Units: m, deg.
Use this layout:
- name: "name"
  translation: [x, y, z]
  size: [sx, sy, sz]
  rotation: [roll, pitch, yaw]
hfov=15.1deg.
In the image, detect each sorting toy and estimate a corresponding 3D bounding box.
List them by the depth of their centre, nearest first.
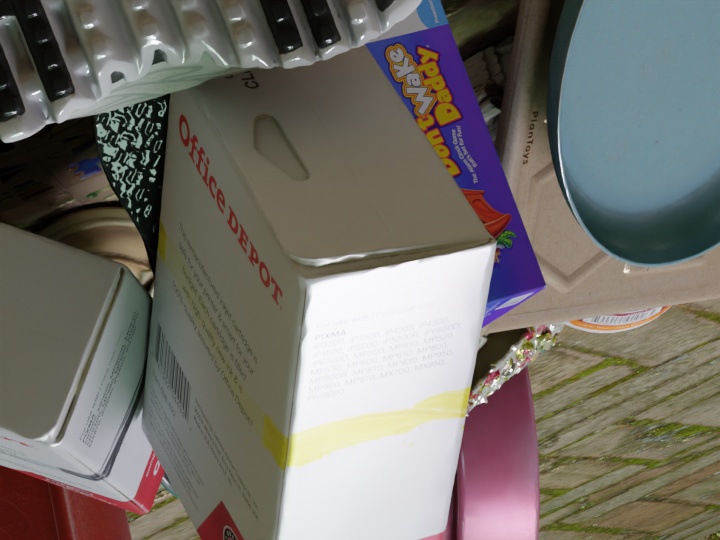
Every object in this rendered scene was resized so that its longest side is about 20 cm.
- name: "sorting toy"
  translation: [0.123, -0.070, 1.222]
  size: [0.200, 0.186, 0.036]
  rotation: [-10, -153, -44]

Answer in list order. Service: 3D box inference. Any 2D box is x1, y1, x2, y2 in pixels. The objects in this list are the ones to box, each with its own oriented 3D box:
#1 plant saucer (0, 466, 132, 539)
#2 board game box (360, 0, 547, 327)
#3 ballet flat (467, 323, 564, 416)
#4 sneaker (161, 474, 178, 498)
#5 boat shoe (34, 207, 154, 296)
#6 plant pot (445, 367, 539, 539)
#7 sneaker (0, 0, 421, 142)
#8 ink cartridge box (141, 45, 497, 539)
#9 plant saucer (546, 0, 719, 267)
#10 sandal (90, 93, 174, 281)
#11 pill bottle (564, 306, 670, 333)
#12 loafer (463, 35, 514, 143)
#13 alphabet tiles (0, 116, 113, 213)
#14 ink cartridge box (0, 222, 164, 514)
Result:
- name: "plant saucer"
  translation: [-0.227, 0.186, 1.591]
  size: [0.200, 0.200, 0.037]
  rotation: [-26, 148, 18]
- name: "board game box"
  translation: [-0.003, -0.022, 1.178]
  size: [0.045, 0.135, 0.200]
  rotation: [-15, 170, -26]
- name: "ballet flat"
  translation: [0.069, 0.035, 1.550]
  size: [0.200, 0.076, 0.064]
  rotation: [-51, 174, -17]
- name: "sneaker"
  translation: [-0.044, 0.077, 1.569]
  size: [0.199, 0.121, 0.084]
  rotation: [-22, 122, 6]
- name: "boat shoe"
  translation: [-0.089, 0.027, 1.361]
  size: [0.073, 0.063, 0.200]
  rotation: [-32, 143, 26]
- name: "plant pot"
  translation: [0.007, 0.119, 1.704]
  size: [0.178, 0.201, 0.200]
  rotation: [-2, 163, -9]
- name: "sneaker"
  translation: [-0.073, -0.097, 1.018]
  size: [0.199, 0.075, 0.081]
  rotation: [-15, 178, -11]
- name: "ink cartridge box"
  translation: [-0.022, 0.027, 1.084]
  size: [0.083, 0.145, 0.200]
  rotation: [-11, 133, -21]
- name: "plant saucer"
  translation: [0.145, -0.099, 1.167]
  size: [0.200, 0.027, 0.201]
  rotation: [-24, 127, -36]
- name: "sandal"
  translation: [-0.074, -0.047, 1.135]
  size: [0.075, 0.048, 0.201]
  rotation: [-18, 139, -10]
- name: "pill bottle"
  translation: [0.138, -0.043, 1.414]
  size: [0.109, 0.110, 0.200]
  rotation: [-19, 166, -9]
- name: "loafer"
  translation: [0.054, -0.060, 1.325]
  size: [0.063, 0.072, 0.200]
  rotation: [-9, 166, -17]
- name: "alphabet tiles"
  translation: [-0.081, -0.075, 1.194]
  size: [0.199, 0.006, 0.166]
  rotation: [-22, 165, 3]
- name: "ink cartridge box"
  translation: [-0.162, 0.034, 1.189]
  size: [0.144, 0.084, 0.200]
  rotation: [19, 170, 10]
